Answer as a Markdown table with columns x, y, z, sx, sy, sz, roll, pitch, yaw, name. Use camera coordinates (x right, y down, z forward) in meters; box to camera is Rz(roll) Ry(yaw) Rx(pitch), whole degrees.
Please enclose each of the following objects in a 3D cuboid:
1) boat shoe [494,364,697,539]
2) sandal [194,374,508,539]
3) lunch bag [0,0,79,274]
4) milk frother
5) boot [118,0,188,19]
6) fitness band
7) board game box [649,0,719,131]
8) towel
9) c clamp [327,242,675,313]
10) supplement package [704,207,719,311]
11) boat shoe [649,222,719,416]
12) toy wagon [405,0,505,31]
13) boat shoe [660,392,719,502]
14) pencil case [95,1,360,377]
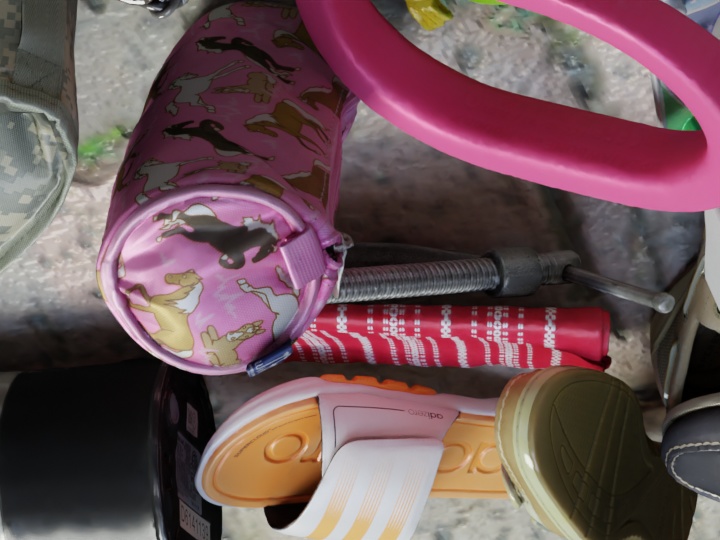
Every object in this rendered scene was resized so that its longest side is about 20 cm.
| x | y | z | sx | sy | sz | roll | pitch | yaw | name |
| --- | --- | --- | --- | --- | --- | --- | --- | --- | --- |
| 0.095 | 0.086 | 1.220 | 0.063 | 0.073 | 0.201 | 10 | 171 | 26 | boat shoe |
| 0.028 | 0.095 | 1.270 | 0.206 | 0.059 | 0.079 | 1 | 132 | -22 | sandal |
| -0.170 | -0.076 | 1.029 | 0.118 | 0.164 | 0.200 | 23 | 137 | -27 | lunch bag |
| -0.162 | 0.154 | 1.284 | 0.188 | 0.200 | 0.181 | -5 | 144 | 11 | milk frother |
| -0.053 | -0.146 | 0.916 | 0.200 | 0.174 | 0.069 | 20 | 136 | -9 | boot |
| 0.058 | -0.080 | 0.998 | 0.200 | 0.037 | 0.144 | 17 | 154 | 35 | fitness band |
| 0.200 | -0.122 | 1.001 | 0.200 | 0.026 | 0.200 | -20 | 139 | -4 | board game box |
| 0.011 | 0.030 | 1.201 | 0.200 | 0.023 | 0.145 | 1 | 173 | 4 | towel |
| 0.000 | 0.000 | 1.132 | 0.200 | 0.027 | 0.171 | -4 | -171 | -29 | c clamp |
| 0.247 | 0.001 | 1.056 | 0.200 | 0.121 | 0.120 | -23 | 162 | 0 | supplement package |
| 0.175 | 0.005 | 1.179 | 0.072 | 0.065 | 0.200 | 12 | 140 | -10 | boat shoe |
| 0.104 | -0.143 | 1.026 | 0.200 | 0.040 | 0.155 | -16 | 137 | 23 | toy wagon |
| 0.212 | 0.104 | 1.162 | 0.200 | 0.063 | 0.073 | 14 | 148 | 27 | boat shoe |
| -0.046 | -0.037 | 1.043 | 0.086 | 0.200 | 0.083 | 33 | 112 | -13 | pencil case |
